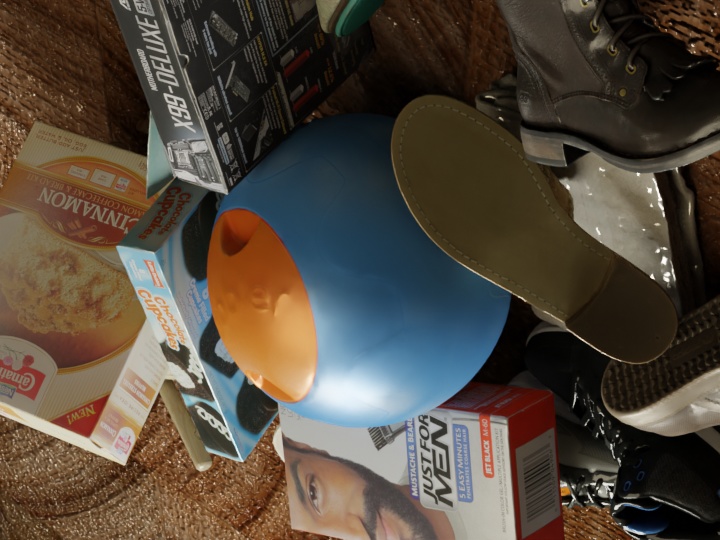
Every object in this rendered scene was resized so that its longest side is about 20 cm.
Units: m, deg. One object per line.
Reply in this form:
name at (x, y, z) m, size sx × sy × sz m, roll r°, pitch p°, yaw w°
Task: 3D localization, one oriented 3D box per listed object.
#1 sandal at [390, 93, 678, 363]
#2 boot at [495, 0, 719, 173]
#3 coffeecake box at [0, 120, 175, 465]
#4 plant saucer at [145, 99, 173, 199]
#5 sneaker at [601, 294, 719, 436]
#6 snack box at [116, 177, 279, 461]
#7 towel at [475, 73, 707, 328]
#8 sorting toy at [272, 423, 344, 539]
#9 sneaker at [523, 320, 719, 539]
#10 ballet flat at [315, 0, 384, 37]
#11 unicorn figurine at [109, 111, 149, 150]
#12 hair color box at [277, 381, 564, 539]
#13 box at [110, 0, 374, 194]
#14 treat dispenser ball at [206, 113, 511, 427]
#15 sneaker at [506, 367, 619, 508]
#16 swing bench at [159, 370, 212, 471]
sandal at (0.099, -0.025, 1.027) m, size 0.211 × 0.078 × 0.070 m, roll 40°, pitch -171°, yaw -8°
boot at (0.126, -0.144, 0.899) m, size 0.199 × 0.069 × 0.175 m, roll 2°, pitch 115°, yaw 49°
coffeecake box at (-0.200, 0.014, 1.217) m, size 0.153 × 0.201 × 0.073 m, roll 18°, pitch 165°, yaw 21°
plant saucer at (-0.118, -0.146, 1.130) m, size 0.038 × 0.202 × 0.202 m, roll 4°, pitch 146°, yaw -7°
sneaker at (0.240, 0.048, 1.018) m, size 0.199 × 0.071 × 0.075 m, roll -22°, pitch 146°, yaw 40°
snack box at (-0.093, 0.022, 1.193) m, size 0.037 × 0.116 × 0.201 m, roll 11°, pitch 137°, yaw 31°
towel at (0.147, -0.029, 1.064) m, size 0.132 × 0.034 × 0.201 m, roll 20°, pitch 142°, yaw 37°
sorting toy at (0.022, 0.150, 1.318) m, size 0.179 × 0.107 × 0.200 m, roll 34°, pitch 141°, yaw 0°
sneaker at (0.172, 0.108, 1.121) m, size 0.199 × 0.112 × 0.073 m, roll 25°, pitch 144°, yaw 29°
ballet flat at (0.004, -0.199, 0.983) m, size 0.062 × 0.067 × 0.200 m, roll 49°, pitch 159°, yaw 2°
unicorn figurine at (-0.118, -0.073, 1.282) m, size 0.137 × 0.074 × 0.200 m, roll 44°, pitch 152°, yaw 8°
hair color box at (0.039, 0.134, 1.189) m, size 0.199 × 0.064 × 0.112 m, roll 4°, pitch 106°, yaw 39°
box at (-0.074, -0.173, 1.029) m, size 0.050 × 0.158 × 0.201 m, roll 19°, pitch 142°, yaw 35°
treat dispenser ball at (0.000, 0.000, 1.107) m, size 0.200 × 0.201 × 0.202 m, roll 30°, pitch 146°, yaw 22°
sneaker at (0.173, 0.143, 1.196) m, size 0.199 × 0.079 × 0.074 m, roll 22°, pitch 141°, yaw 30°
swing bench at (-0.177, 0.027, 1.358) m, size 0.200 × 0.130 × 0.199 m, roll 40°, pitch 174°, yaw 24°
